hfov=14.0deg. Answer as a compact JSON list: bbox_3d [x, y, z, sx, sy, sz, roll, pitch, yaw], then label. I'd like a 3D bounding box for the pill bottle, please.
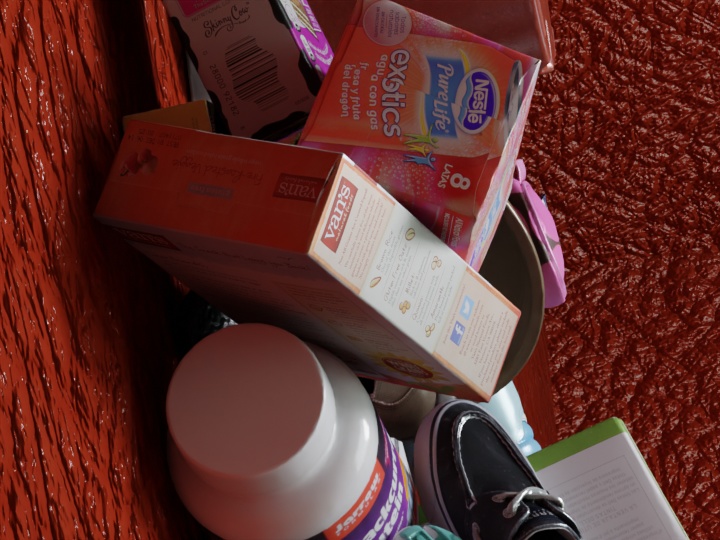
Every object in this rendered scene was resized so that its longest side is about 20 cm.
[{"bbox_3d":[-0.038,0.102,1.526,0.200,0.111,0.112,64,18,-64],"label":"pill bottle"}]

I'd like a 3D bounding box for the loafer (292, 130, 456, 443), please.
[{"bbox_3d":[0.000,0.000,1.660,0.071,0.073,0.201,-2,71,-46],"label":"loafer"}]

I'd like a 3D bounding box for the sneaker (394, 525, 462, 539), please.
[{"bbox_3d":[-0.009,0.222,1.519,0.078,0.200,0.091,43,-37,12],"label":"sneaker"}]

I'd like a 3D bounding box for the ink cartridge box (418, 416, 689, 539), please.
[{"bbox_3d":[0.124,0.204,1.629,0.076,0.147,0.201,79,-14,-59],"label":"ink cartridge box"}]

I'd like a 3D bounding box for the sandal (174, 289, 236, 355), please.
[{"bbox_3d":[-0.058,0.028,1.667,0.200,0.045,0.076,-29,102,-64],"label":"sandal"}]

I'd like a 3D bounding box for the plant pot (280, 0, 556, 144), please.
[{"bbox_3d":[0.014,-0.177,1.811,0.201,0.194,0.202,-10,90,-82],"label":"plant pot"}]

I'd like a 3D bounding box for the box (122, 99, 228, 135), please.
[{"bbox_3d":[-0.083,-0.048,1.623,0.200,0.050,0.076,20,59,-82],"label":"box"}]

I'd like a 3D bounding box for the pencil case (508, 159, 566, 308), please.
[{"bbox_3d":[0.030,0.005,1.852,0.091,0.199,0.094,-74,144,-77],"label":"pencil case"}]

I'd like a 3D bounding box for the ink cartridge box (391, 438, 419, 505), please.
[{"bbox_3d":[-0.015,0.145,1.754,0.146,0.083,0.201,-90,168,-52],"label":"ink cartridge box"}]

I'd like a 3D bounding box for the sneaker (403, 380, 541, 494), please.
[{"bbox_3d":[0.044,0.131,1.883,0.200,0.079,0.131,-33,-98,54],"label":"sneaker"}]

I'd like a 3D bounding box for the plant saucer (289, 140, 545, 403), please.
[{"bbox_3d":[0.018,-0.002,1.761,0.030,0.199,0.201,-57,140,-53],"label":"plant saucer"}]

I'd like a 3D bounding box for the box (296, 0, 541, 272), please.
[{"bbox_3d":[0.026,-0.054,1.528,0.200,0.102,0.095,98,13,-74],"label":"box"}]

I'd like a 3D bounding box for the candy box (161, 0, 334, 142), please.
[{"bbox_3d":[-0.077,-0.168,1.591,0.201,0.061,0.136,63,7,-2],"label":"candy box"}]

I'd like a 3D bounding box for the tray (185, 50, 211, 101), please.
[{"bbox_3d":[-0.089,-0.133,1.810,0.107,0.022,0.201,56,25,-74],"label":"tray"}]

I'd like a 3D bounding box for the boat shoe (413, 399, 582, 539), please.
[{"bbox_3d":[0.088,0.147,1.571,0.068,0.071,0.201,-59,-138,49],"label":"boat shoe"}]

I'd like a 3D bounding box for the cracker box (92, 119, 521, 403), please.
[{"bbox_3d":[-0.024,-0.003,1.471,0.200,0.133,0.058,39,67,-53],"label":"cracker box"}]
